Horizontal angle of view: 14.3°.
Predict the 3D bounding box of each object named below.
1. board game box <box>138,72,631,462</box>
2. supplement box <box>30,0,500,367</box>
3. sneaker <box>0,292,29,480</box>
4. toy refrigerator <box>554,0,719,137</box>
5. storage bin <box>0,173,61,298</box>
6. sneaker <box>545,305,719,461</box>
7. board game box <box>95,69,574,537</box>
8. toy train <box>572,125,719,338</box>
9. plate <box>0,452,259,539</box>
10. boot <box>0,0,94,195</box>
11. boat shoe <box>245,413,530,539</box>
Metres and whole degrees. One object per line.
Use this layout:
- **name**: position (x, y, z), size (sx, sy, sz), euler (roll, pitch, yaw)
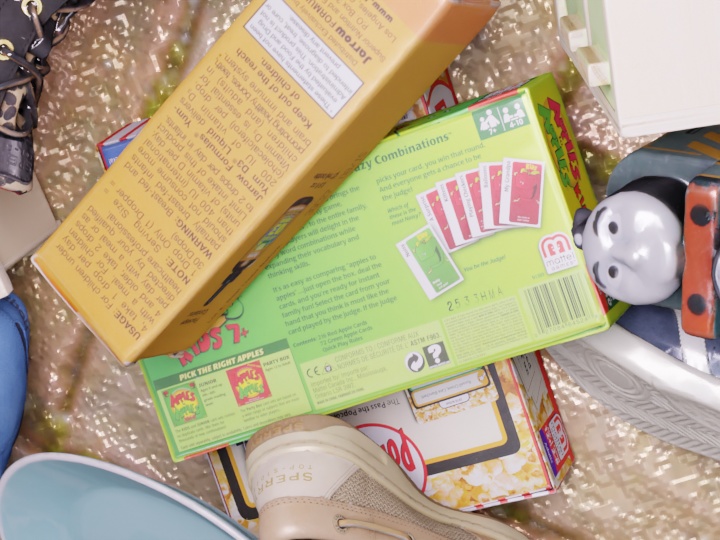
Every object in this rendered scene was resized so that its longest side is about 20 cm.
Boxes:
- **board game box**: position (0.000, 0.000, 1.178), size (0.199, 0.048, 0.102), euler (-18, 95, 20)
- **supplement box**: position (-0.038, -0.054, 1.122), size (0.069, 0.066, 0.200), euler (44, 105, 13)
- **sneaker**: position (-0.191, 0.091, 1.310), size (0.066, 0.079, 0.201), euler (28, 130, 3)
- **toy refrigerator**: position (0.109, -0.110, 1.082), size (0.069, 0.200, 0.076), euler (-8, 105, -1)
- **storage bin**: position (-0.262, -0.061, 1.263), size (0.198, 0.094, 0.201), euler (-20, 100, 20)
- **sneaker**: position (0.165, 0.034, 1.192), size (0.199, 0.075, 0.085), euler (26, 72, 23)
- **board game box**: position (-0.010, 0.015, 1.240), size (0.151, 0.046, 0.201), euler (-15, 101, 19)
- **toy train**: position (0.162, -0.026, 1.098), size (0.113, 0.200, 0.086), euler (8, 111, 28)
- **plate**: position (-0.075, 0.147, 1.266), size (0.199, 0.026, 0.201), euler (26, 145, 20)
- **boot**: position (-0.123, -0.105, 1.137), size (0.199, 0.073, 0.152), euler (15, 90, 17)
- **boat shoe**: position (0.022, 0.136, 1.212), size (0.071, 0.065, 0.200), euler (-30, 132, 30)
